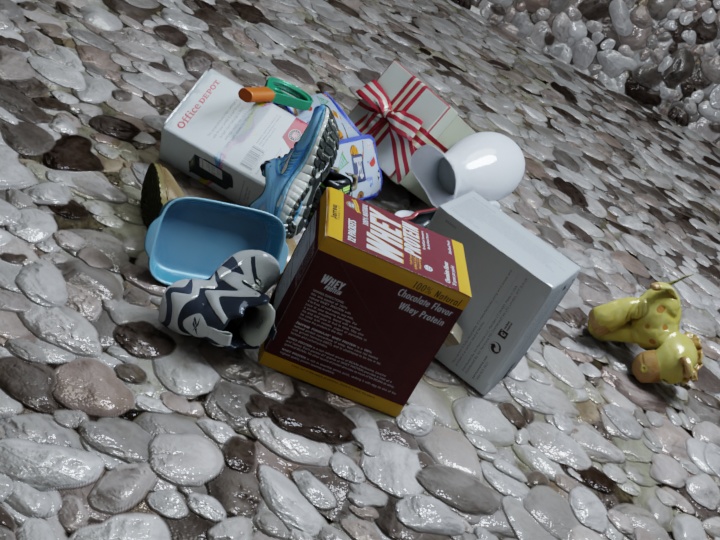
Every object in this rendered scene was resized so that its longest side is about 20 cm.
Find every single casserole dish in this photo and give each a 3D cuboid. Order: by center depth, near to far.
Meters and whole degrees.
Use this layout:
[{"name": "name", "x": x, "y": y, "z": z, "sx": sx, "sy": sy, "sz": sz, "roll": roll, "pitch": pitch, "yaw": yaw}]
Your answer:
[{"name": "casserole dish", "x": -0.189, "y": -0.033, "z": 1.409, "sx": 0.199, "sy": 0.122, "sz": 0.039, "roll": 11, "pitch": 14, "yaw": -31}]

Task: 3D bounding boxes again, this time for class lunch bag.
[{"name": "lunch bag", "x": -0.062, "y": -0.192, "z": 1.808, "sx": 0.200, "sy": 0.124, "sz": 0.170, "roll": 52, "pitch": 30, "yaw": 9}]

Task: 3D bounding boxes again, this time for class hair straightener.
[{"name": "hair straightener", "x": 0.096, "y": -0.061, "z": 1.667, "sx": 0.077, "sy": 0.041, "sz": 0.200, "roll": 42, "pitch": 18, "yaw": 18}]

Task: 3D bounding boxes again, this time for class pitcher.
[{"name": "pitcher", "x": 0.196, "y": -0.145, "z": 1.850, "sx": 0.199, "sy": 0.121, "sz": 0.172, "roll": -17, "pitch": 88, "yaw": -42}]

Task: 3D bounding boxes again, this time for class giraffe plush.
[{"name": "giraffe plush", "x": 0.490, "y": 0.116, "z": 1.790, "sx": 0.172, "sy": 0.200, "sz": 0.163, "roll": 0, "pitch": 67, "yaw": -50}]

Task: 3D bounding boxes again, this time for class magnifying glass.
[{"name": "magnifying glass", "x": -0.134, "y": -0.271, "z": 1.677, "sx": 0.079, "sy": 0.022, "sz": 0.200, "roll": 34, "pitch": 17, "yaw": 12}]

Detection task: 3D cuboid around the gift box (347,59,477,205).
[{"name": "gift box", "x": 0.082, "y": -0.231, "z": 1.932, "sx": 0.184, "sy": 0.200, "sz": 0.187, "roll": 40, "pitch": 5, "yaw": 34}]

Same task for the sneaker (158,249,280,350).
[{"name": "sneaker", "x": -0.135, "y": 0.044, "z": 1.333, "sx": 0.129, "sy": 0.080, "sz": 0.199, "roll": 28, "pitch": 24, "yaw": 26}]

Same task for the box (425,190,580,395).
[{"name": "box", "x": 0.168, "y": 0.029, "z": 1.549, "sx": 0.200, "sy": 0.199, "sz": 0.131, "roll": 37, "pitch": 28, "yaw": 15}]

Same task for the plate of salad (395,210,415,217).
[{"name": "plate of salad", "x": 0.135, "y": -0.031, "z": 1.786, "sx": 0.199, "sy": 0.048, "sz": 0.200, "roll": 29, "pitch": 22, "yaw": -13}]

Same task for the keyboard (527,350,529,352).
[{"name": "keyboard", "x": 0.184, "y": 0.065, "z": 1.715, "sx": 0.199, "sy": 0.011, "sz": 0.056, "roll": 32, "pitch": 26, "yaw": 5}]

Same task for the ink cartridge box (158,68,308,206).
[{"name": "ink cartridge box", "x": -0.185, "y": -0.193, "z": 1.659, "sx": 0.199, "sy": 0.083, "sz": 0.146, "roll": 30, "pitch": 58, "yaw": 2}]

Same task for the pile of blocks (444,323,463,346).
[{"name": "pile of blocks", "x": 0.047, "y": 0.049, "z": 1.503, "sx": 0.199, "sy": 0.082, "sz": 0.062, "roll": 22, "pitch": 48, "yaw": 0}]

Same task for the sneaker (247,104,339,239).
[{"name": "sneaker", "x": -0.096, "y": -0.148, "z": 1.508, "sx": 0.090, "sy": 0.201, "sz": 0.078, "roll": 21, "pitch": -15, "yaw": 18}]

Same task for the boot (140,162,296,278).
[{"name": "boot", "x": -0.197, "y": -0.063, "z": 1.512, "sx": 0.199, "sy": 0.066, "sz": 0.176, "roll": 9, "pitch": 45, "yaw": -34}]

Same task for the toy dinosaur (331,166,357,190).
[{"name": "toy dinosaur", "x": -0.044, "y": -0.109, "z": 1.697, "sx": 0.199, "sy": 0.102, "sz": 0.058, "roll": 12, "pitch": 12, "yaw": -33}]

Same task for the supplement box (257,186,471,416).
[{"name": "supplement box", "x": 0.003, "y": 0.040, "z": 1.367, "sx": 0.196, "sy": 0.201, "sz": 0.133, "roll": 23, "pitch": 27, "yaw": -13}]

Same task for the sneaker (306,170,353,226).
[{"name": "sneaker", "x": -0.040, "y": -0.090, "z": 1.564, "sx": 0.071, "sy": 0.083, "sz": 0.200, "roll": -26, "pitch": 80, "yaw": -44}]
